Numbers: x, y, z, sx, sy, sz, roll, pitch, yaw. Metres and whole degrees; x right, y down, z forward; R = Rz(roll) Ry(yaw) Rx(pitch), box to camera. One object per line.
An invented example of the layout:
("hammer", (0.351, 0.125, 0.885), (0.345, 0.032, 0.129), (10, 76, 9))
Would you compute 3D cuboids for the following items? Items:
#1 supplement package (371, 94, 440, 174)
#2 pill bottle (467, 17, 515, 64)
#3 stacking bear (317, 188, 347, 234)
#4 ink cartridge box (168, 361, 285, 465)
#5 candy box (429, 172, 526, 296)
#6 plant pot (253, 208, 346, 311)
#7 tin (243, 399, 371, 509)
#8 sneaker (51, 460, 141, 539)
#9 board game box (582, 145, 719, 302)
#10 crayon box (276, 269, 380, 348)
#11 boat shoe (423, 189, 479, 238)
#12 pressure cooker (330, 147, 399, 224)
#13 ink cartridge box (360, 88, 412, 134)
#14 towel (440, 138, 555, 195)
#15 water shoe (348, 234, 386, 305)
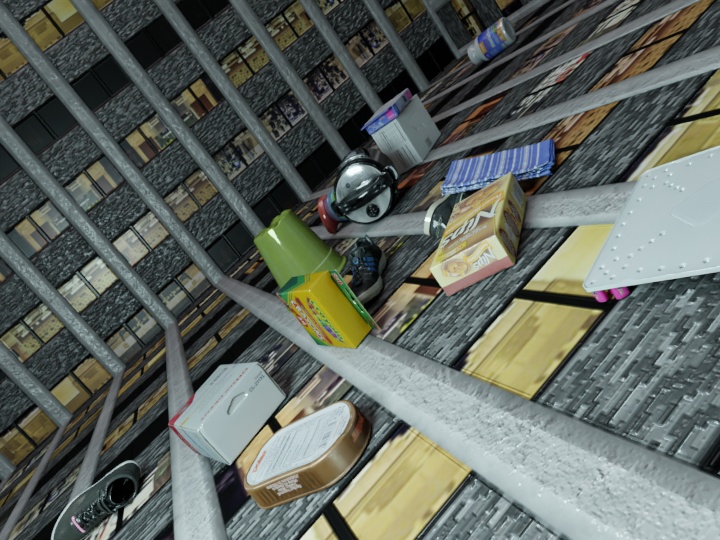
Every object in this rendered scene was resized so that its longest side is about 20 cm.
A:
("supplement package", (0.149, -0.432, 1.812), (0.109, 0.158, 0.202), (-22, 22, 40))
("pill bottle", (0.557, -0.975, 2.432), (0.197, 0.113, 0.113), (-26, 19, 43))
("stacking bear", (-0.030, -0.218, 1.762), (0.196, 0.115, 0.122), (-23, 21, 36))
("ink cartridge box", (-0.235, 0.243, 0.985), (0.146, 0.084, 0.198), (-48, 16, -29))
("candy box", (0.182, -0.059, 0.855), (0.114, 0.056, 0.202), (-30, 18, 35))
("plant pot", (-0.165, -0.039, 1.410), (0.198, 0.192, 0.201), (-37, 15, 11))
("tin", (-0.070, 0.227, 0.710), (0.197, 0.042, 0.112), (-32, 13, 31))
("sneaker", (-0.508, 0.454, 1.090), (0.199, 0.072, 0.099), (-43, 10, -23))
("board game box", (0.330, -0.055, 0.530), (0.201, 0.026, 0.198), (-50, 17, -29))
("crayon box", (-0.059, 0.067, 0.962), (0.051, 0.128, 0.198), (-44, 14, -23))
("boat shoe", (0.185, -0.115, 1.030), (0.066, 0.074, 0.200), (17, 41, 28))
("pressure cooker", (0.016, -0.223, 1.521), (0.201, 0.172, 0.181), (-73, -2, -64))
("ink cartridge box", (0.082, -0.483, 1.739), (0.117, 0.042, 0.201), (-27, 18, 36))
("towel", (0.243, -0.187, 1.003), (0.193, 0.025, 0.146), (-8, 28, 24))
("water shoe", (0.000, 0.000, 1.098), (0.070, 0.080, 0.201), (-33, 16, 20))
